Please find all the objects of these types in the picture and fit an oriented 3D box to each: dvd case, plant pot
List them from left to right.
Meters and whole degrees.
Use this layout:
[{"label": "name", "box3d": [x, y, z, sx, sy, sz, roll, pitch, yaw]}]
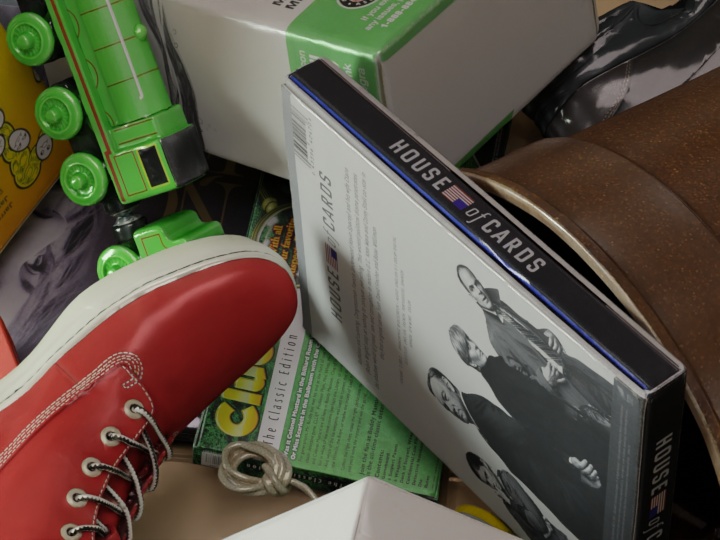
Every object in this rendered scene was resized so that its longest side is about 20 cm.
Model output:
[{"label": "dvd case", "box3d": [-0.119, -0.025, 1.116, 0.149, 0.016, 0.200, 7, 64, 6]}, {"label": "dvd case", "box3d": [0.042, 0.028, 0.954, 0.025, 0.150, 0.200, -32, 55, -22]}, {"label": "plant pot", "box3d": [0.152, 0.007, 0.992, 0.198, 0.200, 0.200, -30, 65, -22]}]

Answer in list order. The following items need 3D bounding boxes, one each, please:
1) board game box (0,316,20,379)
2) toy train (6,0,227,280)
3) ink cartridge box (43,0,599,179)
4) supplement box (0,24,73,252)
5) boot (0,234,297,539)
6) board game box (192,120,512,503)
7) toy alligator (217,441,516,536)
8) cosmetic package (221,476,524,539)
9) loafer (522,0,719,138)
[{"label": "board game box", "box3d": [-0.180, 0.135, 1.016, 0.153, 0.040, 0.200, -22, 69, -7]}, {"label": "toy train", "box3d": [-0.096, -0.054, 1.029, 0.056, 0.042, 0.200, -15, 100, 30]}, {"label": "ink cartridge box", "box3d": [-0.024, -0.117, 1.069, 0.200, 0.084, 0.146, 19, 47, 33]}, {"label": "supplement box", "box3d": [-0.218, -0.084, 1.034, 0.109, 0.200, 0.110, 28, 73, 31]}, {"label": "boot", "box3d": [-0.087, 0.080, 0.945, 0.200, 0.072, 0.144, -36, 40, -6]}, {"label": "board game box", "box3d": [0.000, 0.000, 1.085, 0.105, 0.023, 0.200, 14, 64, -1]}, {"label": "toy alligator", "box3d": [0.031, 0.127, 1.010, 0.200, 0.054, 0.059, 27, 65, 22]}, {"label": "cosmetic package", "box3d": [-0.018, 0.201, 0.879, 0.123, 0.199, 0.200, 23, 63, -24]}, {"label": "loafer", "box3d": [0.170, -0.099, 1.111, 0.200, 0.073, 0.072, -31, 74, -1]}]
